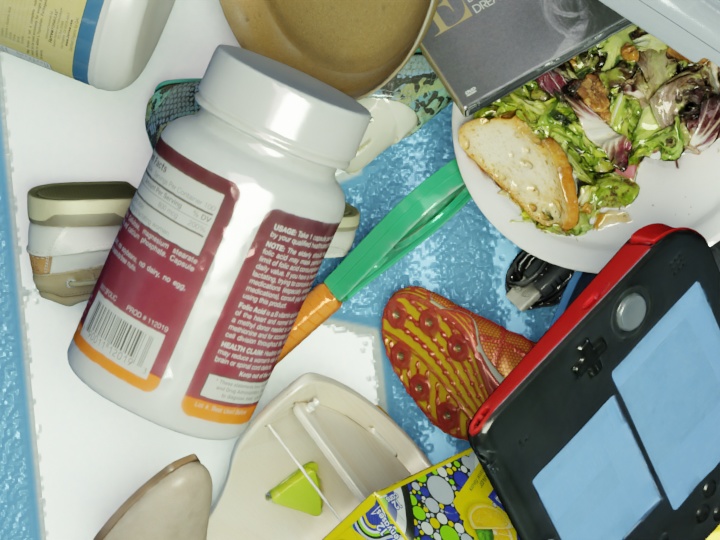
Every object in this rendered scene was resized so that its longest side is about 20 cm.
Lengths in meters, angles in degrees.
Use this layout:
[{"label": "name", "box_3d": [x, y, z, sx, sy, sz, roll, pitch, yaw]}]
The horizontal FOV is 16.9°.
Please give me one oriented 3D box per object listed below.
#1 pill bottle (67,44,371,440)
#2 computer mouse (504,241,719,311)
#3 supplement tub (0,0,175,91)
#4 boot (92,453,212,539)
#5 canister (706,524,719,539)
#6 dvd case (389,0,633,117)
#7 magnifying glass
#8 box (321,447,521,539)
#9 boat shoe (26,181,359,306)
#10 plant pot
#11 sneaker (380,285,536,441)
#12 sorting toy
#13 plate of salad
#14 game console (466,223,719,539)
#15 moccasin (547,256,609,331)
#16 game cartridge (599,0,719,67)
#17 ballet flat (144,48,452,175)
[{"label": "pill bottle", "box_3d": [-0.077, -0.017, 1.366, 0.114, 0.114, 0.201, 25, 100, 1]}, {"label": "computer mouse", "box_3d": [0.195, 0.031, 1.466, 0.138, 0.053, 0.200, -42, 87, -5]}, {"label": "supplement tub", "box_3d": [-0.206, -0.204, 1.433, 0.199, 0.145, 0.145, 21, 85, 1]}, {"label": "boot", "box_3d": [-0.100, 0.213, 1.392, 0.070, 0.200, 0.147, -18, 66, -32]}, {"label": "canister", "box_3d": [0.256, 0.226, 1.435, 0.148, 0.087, 0.201, -9, 87, -1]}, {"label": "dvd case", "box_3d": [0.073, -0.203, 1.406, 0.148, 0.016, 0.201, -29, 68, -7]}, {"label": "magnifying glass", "box_3d": [0.000, 0.000, 1.461, 0.200, 0.080, 0.022, -40, 81, 7]}, {"label": "box", "box_3d": [0.060, 0.141, 1.338, 0.064, 0.200, 0.070, -43, 77, 32]}, {"label": "boat shoe", "box_3d": [-0.100, -0.014, 1.462, 0.199, 0.075, 0.069, 2, 104, -2]}, {"label": "plant pot", "box_3d": [-0.016, -0.196, 1.394, 0.027, 0.200, 0.201, -12, 84, -41]}, {"label": "sneaker", "box_3d": [0.099, 0.074, 1.461, 0.200, 0.077, 0.073, 34, 121, 14]}, {"label": "sorting toy", "box_3d": [-0.024, 0.188, 1.433, 0.180, 0.107, 0.200, -39, 82, 16]}, {"label": "plate of salad", "box_3d": [0.148, -0.096, 1.391, 0.199, 0.048, 0.201, -5, 70, 14]}, {"label": "game console", "box_3d": [0.149, 0.090, 1.318, 0.031, 0.200, 0.177, 20, 59, 43]}, {"label": "moccasin", "box_3d": [0.142, 0.040, 1.373, 0.068, 0.081, 0.200, 19, 51, 10]}, {"label": "game cartridge", "box_3d": [0.172, -0.208, 1.381, 0.133, 0.041, 0.200, 28, 41, -9]}, {"label": "ballet flat", "box_3d": [-0.030, -0.085, 1.461, 0.199, 0.074, 0.075, -8, 85, 7]}]
